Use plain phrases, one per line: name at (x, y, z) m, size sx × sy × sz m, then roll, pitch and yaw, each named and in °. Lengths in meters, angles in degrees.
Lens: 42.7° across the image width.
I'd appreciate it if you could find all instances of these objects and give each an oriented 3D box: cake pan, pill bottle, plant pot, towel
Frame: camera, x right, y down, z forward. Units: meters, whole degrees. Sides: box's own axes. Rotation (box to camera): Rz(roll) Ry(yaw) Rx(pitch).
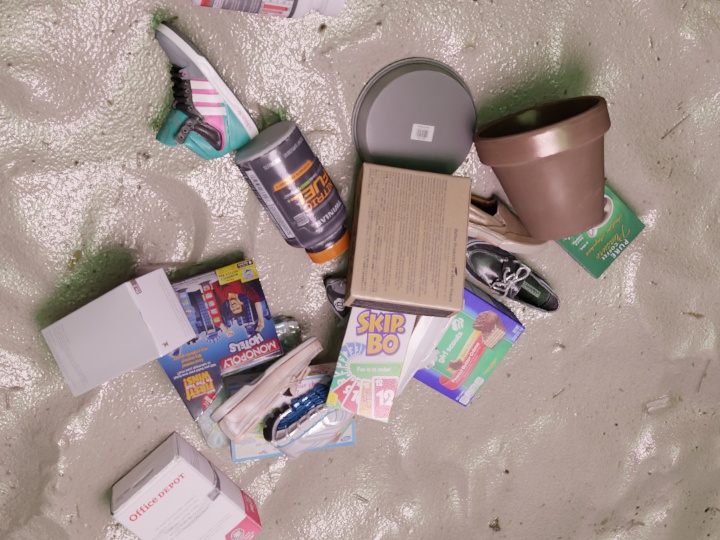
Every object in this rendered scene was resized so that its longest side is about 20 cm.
cake pan at (0.087, -0.213, 1.375) m, size 0.199 × 0.037 × 0.202 m, roll -5°, pitch 111°, yaw -13°
pill bottle at (-0.121, -0.395, 1.210) m, size 0.199 × 0.116 × 0.117 m, roll 4°, pitch 109°, yaw -16°
plant pot at (0.280, -0.144, 1.352) m, size 0.199 × 0.200 × 0.176 m, roll -20°, pitch 107°, yaw -7°
towel at (-0.172, 0.177, 1.444) m, size 0.199 × 0.048 × 0.172 m, roll -19°, pitch 113°, yaw -7°
pill bottle at (-0.088, -0.107, 1.330) m, size 0.106 × 0.106 × 0.201 m, roll -33°, pitch 115°, yaw -1°

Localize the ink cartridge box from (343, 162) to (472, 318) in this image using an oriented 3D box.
ink cartridge box at (0.068, -0.041, 1.324) m, size 0.164 × 0.075 × 0.201 m, roll 8°, pitch 75°, yaw -8°

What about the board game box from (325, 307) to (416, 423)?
board game box at (0.021, 0.113, 1.348) m, size 0.095 × 0.030 × 0.201 m, roll 15°, pitch 82°, yaw 0°

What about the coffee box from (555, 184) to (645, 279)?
coffee box at (0.354, -0.091, 1.487) m, size 0.200 × 0.044 × 0.123 m, roll 38°, pitch 96°, yaw -23°

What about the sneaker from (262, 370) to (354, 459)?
sneaker at (-0.047, 0.219, 1.404) m, size 0.199 × 0.075 × 0.087 m, roll -30°, pitch 129°, yaw 1°

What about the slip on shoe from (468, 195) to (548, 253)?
slip on shoe at (0.210, -0.080, 1.437) m, size 0.199 × 0.076 × 0.061 m, roll 16°, pitch 117°, yaw -12°

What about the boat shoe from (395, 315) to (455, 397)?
boat shoe at (0.091, 0.115, 1.402) m, size 0.068 × 0.072 × 0.201 m, roll 23°, pitch 95°, yaw -19°

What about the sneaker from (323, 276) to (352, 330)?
sneaker at (0.000, 0.000, 1.414) m, size 0.115 × 0.075 × 0.201 m, roll 8°, pitch 83°, yaw 19°

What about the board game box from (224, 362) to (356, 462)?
board game box at (-0.107, 0.220, 1.436) m, size 0.199 × 0.034 × 0.135 m, roll -6°, pitch 113°, yaw -13°

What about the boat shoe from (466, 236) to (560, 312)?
boat shoe at (0.239, 0.013, 1.481) m, size 0.199 × 0.068 × 0.074 m, roll 35°, pitch 98°, yaw -23°

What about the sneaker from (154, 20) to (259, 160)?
sneaker at (-0.243, -0.229, 1.261) m, size 0.121 × 0.084 × 0.200 m, roll -42°, pitch 116°, yaw -8°

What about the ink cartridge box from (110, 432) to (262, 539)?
ink cartridge box at (-0.279, 0.380, 1.470) m, size 0.146 × 0.085 × 0.200 m, roll -41°, pitch 116°, yaw 2°

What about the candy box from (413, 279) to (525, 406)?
candy box at (0.135, 0.097, 1.480) m, size 0.199 × 0.077 × 0.169 m, roll 31°, pitch 101°, yaw -21°

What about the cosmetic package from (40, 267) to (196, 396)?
cosmetic package at (-0.339, 0.088, 1.281) m, size 0.199 × 0.081 × 0.113 m, roll -23°, pitch 94°, yaw 31°

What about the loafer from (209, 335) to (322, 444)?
loafer at (-0.128, 0.175, 1.352) m, size 0.200 × 0.072 × 0.063 m, roll -37°, pitch 87°, yaw -25°

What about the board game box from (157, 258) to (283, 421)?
board game box at (-0.223, 0.109, 1.353) m, size 0.199 × 0.062 × 0.201 m, roll -17°, pitch 87°, yaw -9°
